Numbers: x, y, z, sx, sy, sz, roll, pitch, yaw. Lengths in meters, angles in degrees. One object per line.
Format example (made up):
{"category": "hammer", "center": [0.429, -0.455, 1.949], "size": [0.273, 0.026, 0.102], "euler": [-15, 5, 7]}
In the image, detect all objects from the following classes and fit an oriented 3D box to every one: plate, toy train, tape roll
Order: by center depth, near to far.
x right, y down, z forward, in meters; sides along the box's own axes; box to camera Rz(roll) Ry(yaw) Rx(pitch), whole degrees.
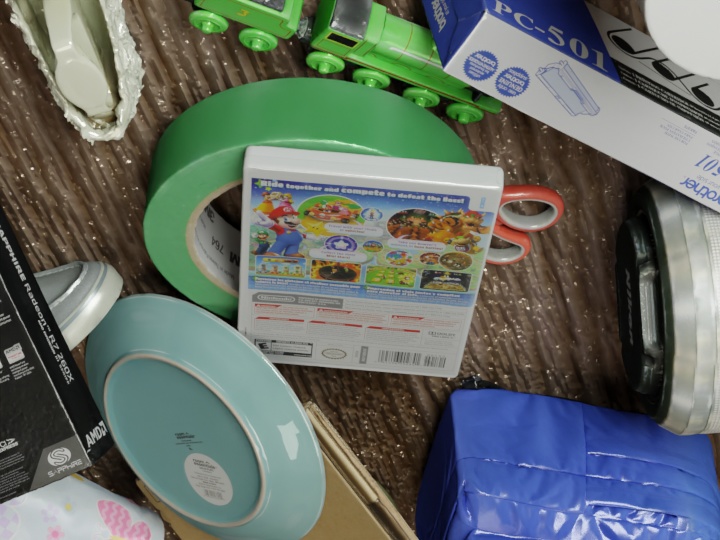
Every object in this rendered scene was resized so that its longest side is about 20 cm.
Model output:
{"category": "toy train", "center": [-0.002, -0.131, 0.933], "size": [0.200, 0.042, 0.056], "euler": [17, 160, -19]}
{"category": "tape roll", "center": [-0.028, -0.033, 1.006], "size": [0.200, 0.048, 0.201], "euler": [2, 145, 2]}
{"category": "plate", "center": [-0.110, 0.107, 1.101], "size": [0.200, 0.026, 0.200], "euler": [21, 130, 27]}

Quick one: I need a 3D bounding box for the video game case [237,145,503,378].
{"category": "video game case", "center": [0.000, 0.000, 0.993], "size": [0.143, 0.018, 0.200], "euler": [5, 145, -2]}

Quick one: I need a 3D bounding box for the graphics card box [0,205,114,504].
{"category": "graphics card box", "center": [-0.249, 0.047, 1.021], "size": [0.125, 0.051, 0.200], "euler": [-24, 95, 13]}

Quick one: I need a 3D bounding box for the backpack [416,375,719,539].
{"category": "backpack", "center": [0.150, 0.189, 1.171], "size": [0.200, 0.168, 0.163], "euler": [6, 140, -9]}

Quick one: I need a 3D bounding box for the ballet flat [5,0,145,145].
{"category": "ballet flat", "center": [-0.160, -0.149, 0.899], "size": [0.072, 0.072, 0.200], "euler": [-12, 133, 8]}

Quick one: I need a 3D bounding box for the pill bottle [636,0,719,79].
{"category": "pill bottle", "center": [0.164, -0.187, 0.786], "size": [0.113, 0.200, 0.113], "euler": [-2, 134, -2]}

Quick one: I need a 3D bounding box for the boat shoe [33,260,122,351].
{"category": "boat shoe", "center": [-0.248, 0.038, 1.072], "size": [0.201, 0.070, 0.072], "euler": [-28, 120, 15]}

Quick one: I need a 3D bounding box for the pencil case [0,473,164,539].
{"category": "pencil case", "center": [-0.238, 0.175, 1.181], "size": [0.200, 0.083, 0.091], "euler": [30, 89, -18]}

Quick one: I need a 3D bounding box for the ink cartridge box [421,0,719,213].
{"category": "ink cartridge box", "center": [0.130, -0.108, 0.934], "size": [0.200, 0.094, 0.044], "euler": [24, 121, -24]}

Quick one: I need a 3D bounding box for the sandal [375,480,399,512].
{"category": "sandal", "center": [-0.061, 0.165, 1.216], "size": [0.201, 0.057, 0.080], "euler": [28, 122, -25]}

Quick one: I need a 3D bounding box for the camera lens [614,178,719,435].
{"category": "camera lens", "center": [0.262, 0.016, 1.019], "size": [0.200, 0.160, 0.160], "euler": [-4, 135, 0]}

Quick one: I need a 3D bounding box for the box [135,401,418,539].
{"category": "box", "center": [-0.049, 0.180, 1.145], "size": [0.200, 0.021, 0.164], "euler": [-25, 106, 47]}

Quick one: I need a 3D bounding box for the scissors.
{"category": "scissors", "center": [0.043, -0.053, 1.021], "size": [0.200, 0.014, 0.073], "euler": [23, 135, -36]}
